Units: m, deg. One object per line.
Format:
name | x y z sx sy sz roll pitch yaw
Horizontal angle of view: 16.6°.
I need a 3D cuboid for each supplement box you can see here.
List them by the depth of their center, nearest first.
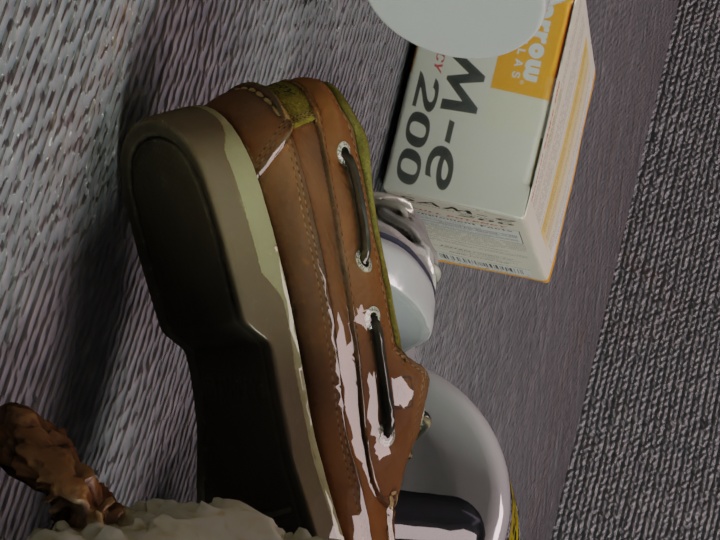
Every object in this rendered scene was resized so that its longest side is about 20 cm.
supplement box | 0.069 -0.074 1.257 0.200 0.074 0.126 55 48 -78

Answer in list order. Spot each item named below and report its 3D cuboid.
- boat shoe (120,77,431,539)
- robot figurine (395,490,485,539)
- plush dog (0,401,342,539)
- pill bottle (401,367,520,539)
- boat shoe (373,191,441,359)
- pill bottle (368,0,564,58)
boat shoe | -0.009 0.043 0.720 0.068 0.072 0.200 -19 107 -33
robot figurine | 0.020 0.164 0.834 0.125 0.200 0.150 -60 -138 20
plush dog | -0.065 0.143 0.639 0.200 0.160 0.172 -22 144 -45
pill bottle | 0.010 0.105 1.011 0.200 0.111 0.111 68 35 -77
boat shoe | 0.000 0.000 0.954 0.200 0.072 0.066 65 33 -75
pill bottle | 0.059 -0.176 0.953 0.111 0.111 0.200 89 16 -53
